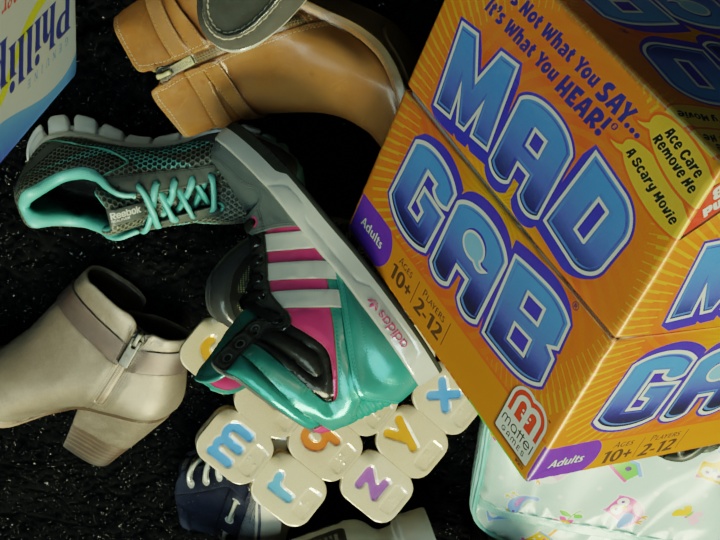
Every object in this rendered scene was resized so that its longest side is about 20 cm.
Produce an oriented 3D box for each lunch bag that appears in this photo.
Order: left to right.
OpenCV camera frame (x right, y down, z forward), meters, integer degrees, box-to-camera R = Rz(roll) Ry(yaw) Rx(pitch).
[{"bbox_3d":[0.182,0.140,0.920,0.199,0.077,0.161,11,124,5],"label":"lunch bag"}]

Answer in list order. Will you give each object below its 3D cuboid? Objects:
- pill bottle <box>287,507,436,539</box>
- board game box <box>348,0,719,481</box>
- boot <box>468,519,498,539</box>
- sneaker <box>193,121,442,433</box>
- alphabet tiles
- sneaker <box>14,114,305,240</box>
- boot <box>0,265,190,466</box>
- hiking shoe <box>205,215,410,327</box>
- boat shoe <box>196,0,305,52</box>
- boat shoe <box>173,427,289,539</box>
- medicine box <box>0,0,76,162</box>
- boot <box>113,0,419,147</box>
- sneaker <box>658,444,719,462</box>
[{"bbox_3d":[-0.030,0.255,0.960,0.199,0.116,0.117,-19,119,-1],"label":"pill bottle"},{"bbox_3d":[0.150,-0.039,0.690,0.199,0.200,0.200,-4,133,-35],"label":"board game box"},{"bbox_3d":[0.154,0.251,0.934,0.150,0.200,0.074,12,104,-3],"label":"boot"},{"bbox_3d":[-0.057,0.017,0.760,0.121,0.084,0.200,-38,73,-2],"label":"sneaker"},{"bbox_3d":[-0.018,0.073,0.884,0.195,0.015,0.200,40,87,-14],"label":"alphabet tiles"},{"bbox_3d":[-0.138,-0.050,0.852,0.199,0.091,0.078,2,124,10],"label":"sneaker"},{"bbox_3d":[-0.226,0.058,0.961,0.199,0.070,0.146,27,117,-8],"label":"boot"},{"bbox_3d":[0.000,0.000,0.820,0.199,0.101,0.076,-11,98,-10],"label":"hiking shoe"},{"bbox_3d":[-0.031,-0.210,0.707,0.067,0.057,0.200,40,99,7],"label":"boat shoe"},{"bbox_3d":[-0.095,0.150,0.971,0.092,0.075,0.200,15,136,5],"label":"boat shoe"},{"bbox_3d":[-0.243,-0.173,0.737,0.102,0.182,0.201,10,124,5],"label":"medicine box"},{"bbox_3d":[-0.049,-0.115,0.793,0.155,0.077,0.200,-28,108,19],"label":"boot"},{"bbox_3d":[0.168,0.053,0.836,0.090,0.200,0.067,17,113,-51],"label":"sneaker"}]
